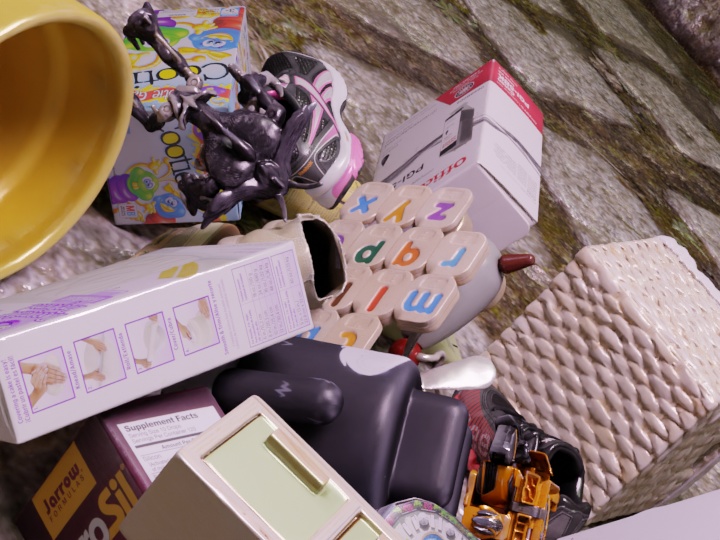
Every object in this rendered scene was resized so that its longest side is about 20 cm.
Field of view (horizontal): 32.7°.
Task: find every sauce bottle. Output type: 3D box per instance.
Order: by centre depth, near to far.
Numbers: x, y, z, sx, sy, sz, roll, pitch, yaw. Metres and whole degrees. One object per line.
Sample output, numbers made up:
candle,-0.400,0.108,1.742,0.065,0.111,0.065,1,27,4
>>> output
sauce bottle,-0.024,-0.059,1.170,0.200,0.065,0.065,27,30,-29

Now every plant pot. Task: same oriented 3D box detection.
plant pot,-0.284,-0.118,0.798,0.189,0.201,0.201,32,23,20

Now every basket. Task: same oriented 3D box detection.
basket,0.242,0.098,1.129,0.161,0.198,0.200,1,46,-49

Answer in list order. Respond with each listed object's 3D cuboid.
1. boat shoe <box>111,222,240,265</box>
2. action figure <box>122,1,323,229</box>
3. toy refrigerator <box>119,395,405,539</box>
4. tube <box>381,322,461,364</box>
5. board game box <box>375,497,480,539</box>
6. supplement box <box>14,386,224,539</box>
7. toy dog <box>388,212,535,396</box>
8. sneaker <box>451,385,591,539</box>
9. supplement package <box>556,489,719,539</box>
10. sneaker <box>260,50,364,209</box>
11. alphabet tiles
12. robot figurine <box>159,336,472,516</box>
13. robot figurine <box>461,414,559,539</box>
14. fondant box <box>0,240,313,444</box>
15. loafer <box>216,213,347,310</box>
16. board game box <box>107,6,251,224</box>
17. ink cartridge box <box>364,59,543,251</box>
boat shoe,-0.156,0.024,0.875,0.065,0.072,0.200,5,32,25
action figure,-0.104,-0.102,0.876,0.200,0.119,0.102,42,0,14
toy refrigerator,-0.013,0.159,0.596,0.200,0.070,0.076,43,30,9
tube,0.018,0.032,1.109,0.200,0.052,0.058,29,70,-31
board game box,0.062,0.203,0.696,0.200,0.200,0.062,45,49,-10
supplement box,-0.090,0.177,0.669,0.086,0.110,0.200,-5,51,-51
toy dog,0.078,0.042,0.986,0.132,0.096,0.200,25,72,-48
sneaker,0.133,0.154,1.012,0.071,0.098,0.201,21,31,-30
supplement package,0.226,0.278,0.813,0.200,0.152,0.151,62,25,-9
sneaker,-0.060,-0.143,1.074,0.086,0.080,0.200,30,20,-35
alphabet tiles,0.000,0.000,0.975,0.196,0.200,0.015,-54,134,-32
robot figurine,-0.033,0.108,0.782,0.200,0.150,0.125,9,27,12
robot figurine,0.101,0.177,0.836,0.058,0.145,0.200,11,-11,12
fondant box,-0.149,0.035,0.712,0.200,0.144,0.058,-21,103,-40
loafer,-0.041,-0.003,0.879,0.200,0.068,0.076,-30,109,-75
board game box,-0.149,-0.135,1.033,0.103,0.105,0.200,-2,33,0
ink cartridge box,0.086,-0.086,1.135,0.083,0.147,0.200,45,30,-21
